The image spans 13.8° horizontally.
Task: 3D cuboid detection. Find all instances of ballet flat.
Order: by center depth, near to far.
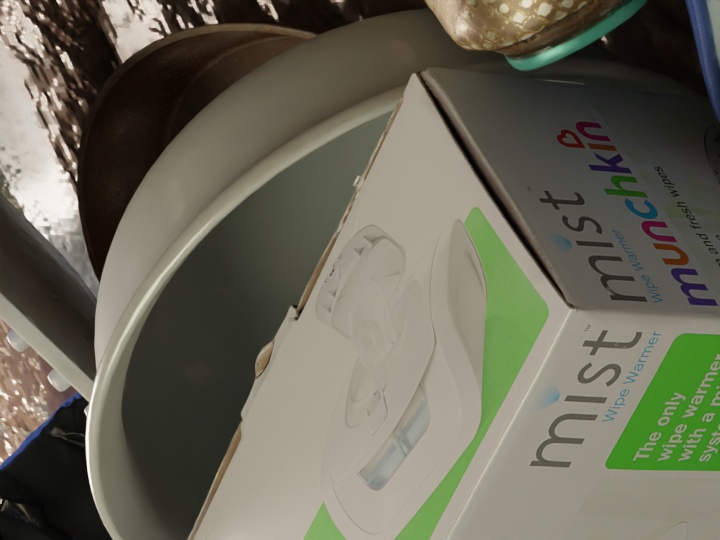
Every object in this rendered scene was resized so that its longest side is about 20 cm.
[{"bbox_3d":[0.035,-0.100,0.741,0.065,0.070,0.200,60,-179,-12],"label":"ballet flat"}]

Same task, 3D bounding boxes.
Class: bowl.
[{"bbox_3d":[0.008,-0.001,0.824,0.090,0.201,0.201,-118,18,-44],"label":"bowl"}]

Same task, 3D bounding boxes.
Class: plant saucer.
[{"bbox_3d":[0.000,0.000,0.954,0.200,0.034,0.200,20,133,22],"label":"plant saucer"}]

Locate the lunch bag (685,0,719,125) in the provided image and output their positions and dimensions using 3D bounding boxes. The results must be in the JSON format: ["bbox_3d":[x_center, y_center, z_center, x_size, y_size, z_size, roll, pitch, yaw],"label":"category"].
[{"bbox_3d":[0.141,-0.098,0.655,0.161,0.082,0.200,5,141,21],"label":"lunch bag"}]

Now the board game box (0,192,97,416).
[{"bbox_3d":[-0.128,-0.006,0.954,0.200,0.026,0.200,48,-178,-38],"label":"board game box"}]

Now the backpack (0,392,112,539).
[{"bbox_3d":[-0.058,0.148,1.061,0.200,0.163,0.168,37,147,6],"label":"backpack"}]

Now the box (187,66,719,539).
[{"bbox_3d":[0.064,0.056,0.774,0.200,0.176,0.097,-63,40,32],"label":"box"}]
